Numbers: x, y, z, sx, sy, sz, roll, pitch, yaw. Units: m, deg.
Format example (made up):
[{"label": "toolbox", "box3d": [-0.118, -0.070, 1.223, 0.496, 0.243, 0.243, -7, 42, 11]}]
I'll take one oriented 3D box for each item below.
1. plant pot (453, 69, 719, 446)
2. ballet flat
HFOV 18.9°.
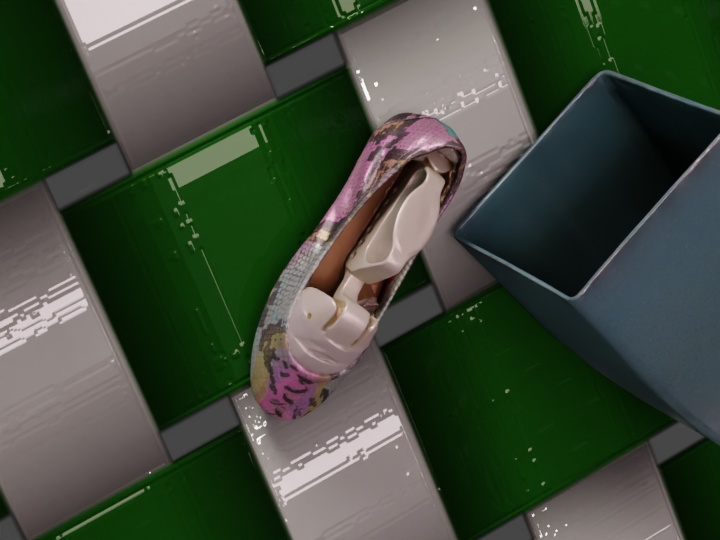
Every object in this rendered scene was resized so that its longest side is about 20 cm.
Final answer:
[{"label": "plant pot", "box3d": [0.190, 0.009, 1.307, 0.141, 0.141, 0.200, -47, 121, -7]}, {"label": "ballet flat", "box3d": [0.000, 0.000, 1.260, 0.069, 0.071, 0.201, 31, 89, -25]}]
